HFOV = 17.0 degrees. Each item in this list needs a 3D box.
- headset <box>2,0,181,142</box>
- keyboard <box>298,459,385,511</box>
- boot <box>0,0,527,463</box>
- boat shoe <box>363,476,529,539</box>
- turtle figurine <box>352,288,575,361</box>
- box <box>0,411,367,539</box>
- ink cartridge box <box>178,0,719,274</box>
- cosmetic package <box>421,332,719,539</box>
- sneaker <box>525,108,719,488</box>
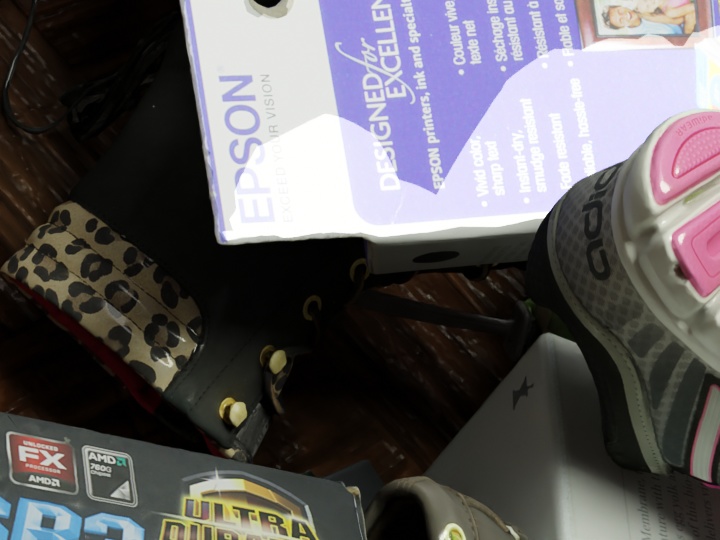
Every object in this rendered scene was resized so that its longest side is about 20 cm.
[{"bbox_3d":[-0.135,-0.137,0.823,0.123,0.094,0.201,-31,91,-51],"label":"headset"},{"bbox_3d":[-0.064,0.083,0.635,0.200,0.127,0.021,-20,90,-49],"label":"keyboard"},{"bbox_3d":[0.000,0.000,0.760,0.200,0.073,0.151,41,78,-10],"label":"boot"},{"bbox_3d":[-0.008,0.150,0.600,0.060,0.072,0.202,37,66,-31],"label":"boat shoe"},{"bbox_3d":[0.098,-0.003,0.897,0.194,0.200,0.144,55,4,-16],"label":"turtle figurine"},{"bbox_3d":[-0.127,0.100,0.500,0.199,0.199,0.050,13,45,-29],"label":"box"},{"bbox_3d":[0.035,-0.099,0.726,0.199,0.043,0.199,-4,71,-17],"label":"ink cartridge box"},{"bbox_3d":[0.113,0.155,0.705,0.199,0.123,0.200,22,40,-21],"label":"cosmetic package"},{"bbox_3d":[0.118,0.039,0.672,0.200,0.087,0.074,47,60,-21],"label":"sneaker"}]
